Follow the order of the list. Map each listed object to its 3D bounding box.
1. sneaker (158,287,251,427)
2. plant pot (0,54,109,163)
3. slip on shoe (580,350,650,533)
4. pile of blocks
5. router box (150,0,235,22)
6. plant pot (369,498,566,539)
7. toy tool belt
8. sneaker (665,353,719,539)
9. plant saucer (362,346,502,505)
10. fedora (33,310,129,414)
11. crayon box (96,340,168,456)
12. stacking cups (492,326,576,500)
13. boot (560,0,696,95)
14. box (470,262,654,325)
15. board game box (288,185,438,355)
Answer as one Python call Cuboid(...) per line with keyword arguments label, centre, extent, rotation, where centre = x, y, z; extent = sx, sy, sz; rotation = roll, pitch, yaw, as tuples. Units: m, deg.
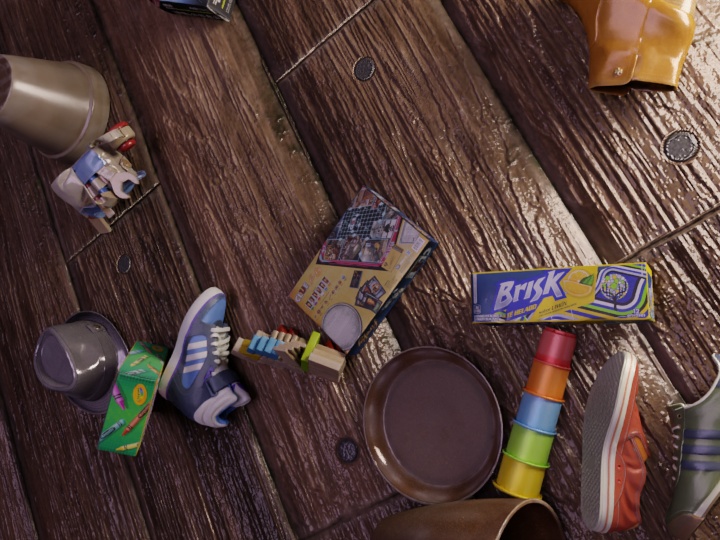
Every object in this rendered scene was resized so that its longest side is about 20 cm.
Cuboid(label="sneaker", centre=(-0.217, 0.144, 1.007), extent=(0.146, 0.081, 0.201), rotation=(25, 91, 17))
Cuboid(label="plant pot", centre=(-0.610, -0.319, 1.212), extent=(0.199, 0.173, 0.201), rotation=(-4, 82, 30))
Cuboid(label="slip on shoe", centre=(0.291, 0.191, 0.722), extent=(0.061, 0.074, 0.201), rotation=(8, 82, -5))
Cuboid(label="pile of blocks", centre=(-0.104, 0.106, 0.938), extent=(0.199, 0.082, 0.062), rotation=(7, 59, 27))
Cuboid(label="router box", centre=(-0.270, -0.541, 1.104), extent=(0.149, 0.062, 0.201), rotation=(18, 94, 28))
Cuboid(label="plant pot", centre=(0.111, 0.351, 0.753), extent=(0.200, 0.187, 0.188), rotation=(-7, 81, 43))
Cuboid(label="toy tool belt", centre=(-0.442, -0.159, 1.149), extent=(0.200, 0.125, 0.123), rotation=(-34, 101, 26))
Cuboid(label="sneaker", centre=(0.363, 0.179, 0.681), extent=(0.090, 0.067, 0.201), rotation=(37, 103, 35))
Cuboid(label="plant saucer", centre=(0.095, 0.200, 0.840), extent=(0.200, 0.032, 0.201), rotation=(-5, 81, 32))
Cuboid(label="fedora", centre=(-0.516, 0.165, 1.157), extent=(0.200, 0.090, 0.177), rotation=(42, 106, 26))
Cuboid(label="crayon box", centre=(-0.352, 0.194, 1.011), extent=(0.058, 0.200, 0.119), rotation=(16, 93, -13))
Cuboid(label="stacking cups", centre=(0.209, 0.167, 0.769), extent=(0.060, 0.060, 0.201), rotation=(12, 90, 30))
Cuboid(label="boot", centre=(0.284, -0.286, 0.761), extent=(0.201, 0.071, 0.145), rotation=(16, 90, 25))
Cuboid(label="box", centre=(0.235, 0.031, 0.759), extent=(0.199, 0.070, 0.065), rotation=(-5, 81, 29))
Cuboid(label="board game box", centre=(0.000, 0.000, 0.915), extent=(0.135, 0.035, 0.200), rotation=(43, 106, 26))
